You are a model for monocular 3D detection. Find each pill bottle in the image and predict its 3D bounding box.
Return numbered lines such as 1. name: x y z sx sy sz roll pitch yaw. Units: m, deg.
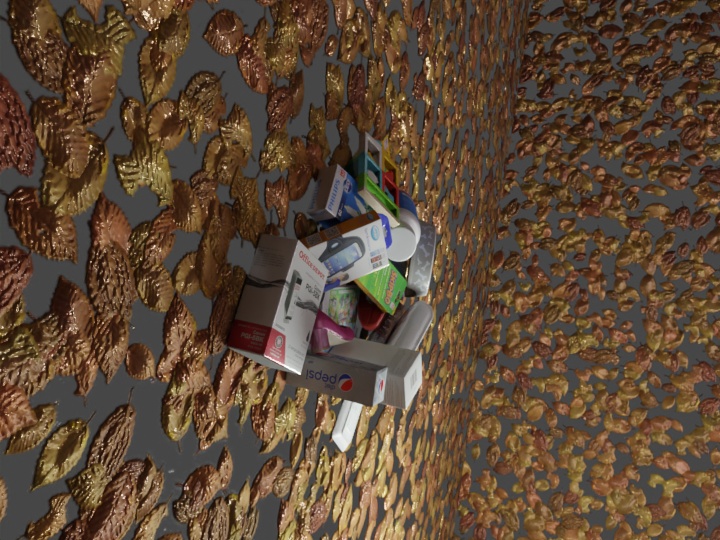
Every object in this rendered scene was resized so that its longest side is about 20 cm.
1. pill bottle: 0.085 -0.106 1.369 0.202 0.108 0.116 -92 178 -62

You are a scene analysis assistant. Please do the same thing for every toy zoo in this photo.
1. toy zoo: 0.040 -0.209 1.259 0.131 0.020 0.205 40 39 -39

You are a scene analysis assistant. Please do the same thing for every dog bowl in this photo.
1. dog bowl: 0.153 -0.029 1.490 0.200 0.056 0.208 9 89 -87

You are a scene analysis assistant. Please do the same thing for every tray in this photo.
1. tray: -0.019 0.349 1.485 0.109 0.021 0.205 65 39 -51

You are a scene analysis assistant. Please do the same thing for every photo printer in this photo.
1. photo printer: 0.104 0.176 1.447 0.201 0.069 0.167 -54 178 -39

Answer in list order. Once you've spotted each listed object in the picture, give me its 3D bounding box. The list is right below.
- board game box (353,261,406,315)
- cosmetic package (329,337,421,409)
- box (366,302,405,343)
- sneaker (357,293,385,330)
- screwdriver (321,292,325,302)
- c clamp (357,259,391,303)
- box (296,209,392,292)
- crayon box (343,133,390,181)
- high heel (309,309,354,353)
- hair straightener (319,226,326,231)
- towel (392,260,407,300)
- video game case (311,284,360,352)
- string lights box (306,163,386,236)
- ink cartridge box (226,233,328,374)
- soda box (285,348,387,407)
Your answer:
1. board game box: 0.033 0.007 1.331 0.200 0.029 0.097 46 60 -31
2. cosmetic package: 0.027 0.218 1.273 0.107 0.194 0.088 -41 133 -52
3. box: 0.037 0.178 1.461 0.138 0.039 0.201 -60 176 40
4. sneaker: 0.042 0.095 1.454 0.204 0.075 0.118 -75 160 -45
5. screwdriver: -0.104 0.106 1.210 0.029 0.028 0.207 20 84 -37
6. c clamp: 0.000 0.000 1.336 0.200 0.027 0.175 44 61 -36
7. box: -0.023 -0.038 1.162 0.042 0.194 0.122 -120 -168 -49
8. crayon box: 0.016 -0.213 1.354 0.202 0.050 0.129 -59 148 -43
9. high heel: -0.067 0.110 1.214 0.199 0.065 0.100 -5 81 -66
10. hair straightener: -0.054 -0.091 1.225 0.077 0.040 0.208 15 79 -68
11. towel: 0.085 -0.039 1.495 0.148 0.023 0.203 55 29 -29
12. video game case: -0.055 0.129 1.326 0.199 0.021 0.189 1 96 -68
13. string lights box: -0.018 -0.117 1.207 0.199 0.058 0.106 36 60 -42
14. ink cartridge box: -0.139 0.061 1.023 0.147 0.080 0.207 46 55 -61
15. soda box: -0.048 0.205 1.139 0.063 0.193 0.071 0 98 -67
